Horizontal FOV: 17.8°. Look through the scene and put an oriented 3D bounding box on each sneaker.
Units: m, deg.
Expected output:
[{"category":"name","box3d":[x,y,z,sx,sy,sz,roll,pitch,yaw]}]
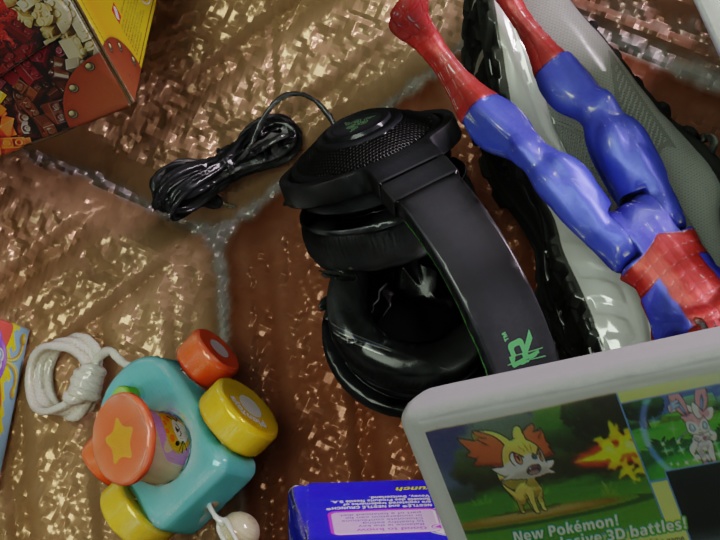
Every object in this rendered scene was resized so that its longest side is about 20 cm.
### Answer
[{"category":"sneaker","box3d":[0.088,-0.040,0.828,0.079,0.074,0.200,-17,73,-8]}]

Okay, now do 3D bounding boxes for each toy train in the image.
[{"category":"toy train","box3d":[-0.100,0.116,0.848,0.150,0.056,0.200,-4,78,32]}]

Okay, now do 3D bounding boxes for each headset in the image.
[{"category":"headset","box3d":[0.000,0.000,0.820,0.094,0.124,0.200,-25,41,-14]}]

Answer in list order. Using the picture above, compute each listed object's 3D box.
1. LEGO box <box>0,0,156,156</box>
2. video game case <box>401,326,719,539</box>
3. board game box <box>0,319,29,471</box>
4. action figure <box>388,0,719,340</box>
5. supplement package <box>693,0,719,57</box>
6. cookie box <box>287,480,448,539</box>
[{"category":"LEGO box","box3d":[-0.154,-0.113,0.848,0.149,0.077,0.200,-19,31,14]},{"category":"video game case","box3d":[0.128,0.098,0.621,0.200,0.022,0.182,-14,105,31]},{"category":"board game box","box3d":[-0.217,0.048,0.834,0.103,0.200,0.105,8,83,19]},{"category":"action figure","box3d":[0.090,-0.027,0.738,0.065,0.099,0.200,-32,80,-16]},{"category":"supplement package","box3d":[0.221,-0.095,0.765,0.200,0.110,0.114,-27,74,12]},{"category":"cookie box","box3d":[0.064,0.170,0.730,0.171,0.075,0.200,-2,103,-4]}]
